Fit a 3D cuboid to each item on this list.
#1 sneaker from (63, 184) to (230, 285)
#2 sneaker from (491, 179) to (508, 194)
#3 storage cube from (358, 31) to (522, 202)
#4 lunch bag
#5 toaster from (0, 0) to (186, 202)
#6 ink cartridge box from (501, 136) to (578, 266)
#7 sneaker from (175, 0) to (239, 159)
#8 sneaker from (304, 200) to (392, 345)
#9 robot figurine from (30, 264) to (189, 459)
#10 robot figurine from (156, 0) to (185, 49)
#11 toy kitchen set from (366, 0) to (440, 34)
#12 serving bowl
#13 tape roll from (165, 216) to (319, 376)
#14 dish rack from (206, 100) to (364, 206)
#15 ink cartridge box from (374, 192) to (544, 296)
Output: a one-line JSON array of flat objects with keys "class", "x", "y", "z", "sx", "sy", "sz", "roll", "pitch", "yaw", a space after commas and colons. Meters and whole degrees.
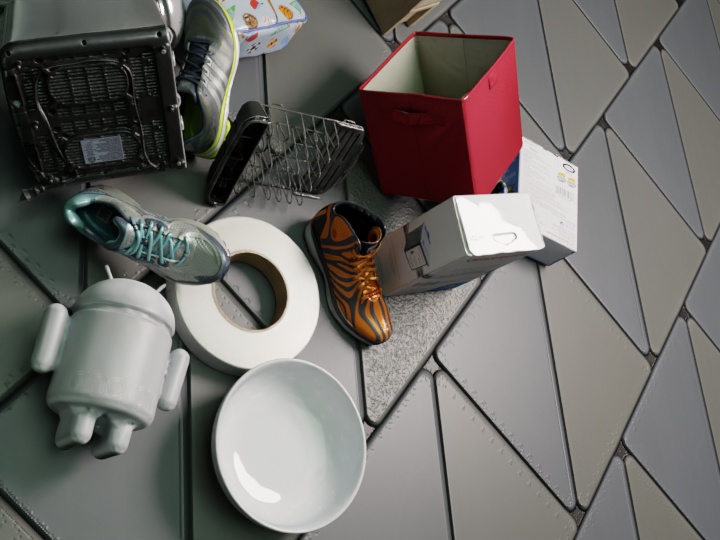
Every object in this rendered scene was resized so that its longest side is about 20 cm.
[{"class": "sneaker", "x": -0.245, "y": -0.032, "z": 0.910, "sx": 0.197, "sy": 0.086, "sz": 0.079, "roll": 22, "pitch": 99, "yaw": 2}, {"class": "sneaker", "x": 0.186, "y": -0.138, "z": 1.258, "sx": 0.072, "sy": 0.112, "sz": 0.203, "roll": 15, "pitch": 63, "yaw": -28}, {"class": "storage cube", "x": 0.125, "y": -0.222, "z": 1.171, "sx": 0.200, "sy": 0.169, "sz": 0.182, "roll": -51, "pitch": 141, "yaw": -37}, {"class": "lunch bag", "x": -0.173, "y": -0.380, "z": 1.118, "sx": 0.161, "sy": 0.075, "sz": 0.200, "roll": 54, "pitch": 36, "yaw": 2}, {"class": "toaster", "x": -0.297, "y": -0.194, "z": 0.885, "sx": 0.197, "sy": 0.183, "sz": 0.119, "roll": -11, "pitch": 45, "yaw": -14}, {"class": "ink cartridge box", "x": 0.293, "y": -0.129, "z": 1.348, "sx": 0.135, "sy": 0.076, "sz": 0.203, "roll": 22, "pitch": 62, "yaw": -25}, {"class": "sneaker", "x": -0.200, "y": -0.242, "z": 1.010, "sx": 0.081, "sy": 0.073, "sz": 0.204, "roll": -29, "pitch": 122, "yaw": -74}, {"class": "sneaker", "x": 0.000, "y": 0.000, "z": 1.078, "sx": 0.077, "sy": 0.112, "sz": 0.202, "roll": -29, "pitch": 88, "yaw": -37}, {"class": "robot figurine", "x": -0.264, "y": 0.095, "z": 0.863, "sx": 0.168, "sy": 0.112, "sz": 0.203, "roll": 26, "pitch": 58, "yaw": -34}, {"class": "robot figurine", "x": -0.311, "y": -0.313, "z": 0.988, "sx": 0.199, "sy": 0.124, "sz": 0.152, "roll": -29, "pitch": 94, "yaw": -38}, {"class": "toy kitchen set", "x": 0.092, "y": -0.532, "z": 1.309, "sx": 0.162, "sy": 0.180, "sz": 0.202, "roll": -30, "pitch": 93, "yaw": -39}, {"class": "serving bowl", "x": -0.092, "y": 0.211, "z": 0.962, "sx": 0.198, "sy": 0.066, "sz": 0.203, "roll": 13, "pitch": 65, "yaw": -29}, {"class": "tape roll", "x": -0.146, "y": 0.031, "z": 1.017, "sx": 0.200, "sy": 0.037, "sz": 0.206, "roll": 13, "pitch": 65, "yaw": -30}, {"class": "dish rack", "x": -0.093, "y": -0.144, "z": 1.056, "sx": 0.198, "sy": 0.154, "sz": 0.055, "roll": 6, "pitch": 51, "yaw": -33}, {"class": "ink cartridge box", "x": 0.132, "y": -0.033, "z": 1.123, "sx": 0.145, "sy": 0.199, "sz": 0.087, "roll": -5, "pitch": 75, "yaw": -35}]
